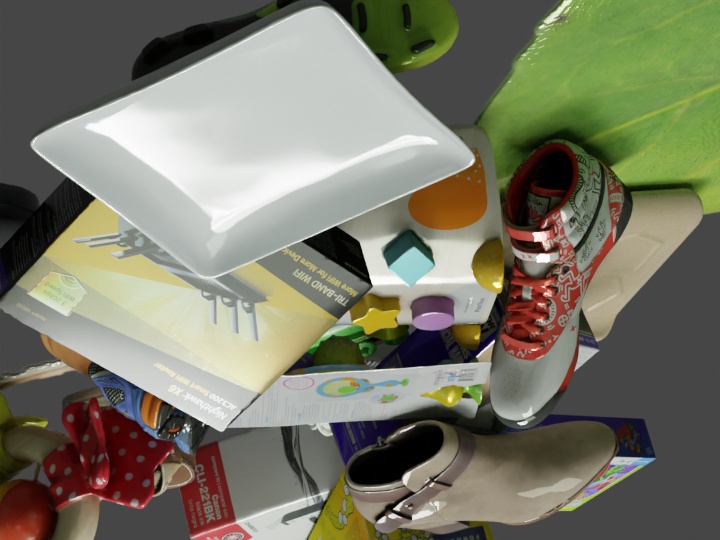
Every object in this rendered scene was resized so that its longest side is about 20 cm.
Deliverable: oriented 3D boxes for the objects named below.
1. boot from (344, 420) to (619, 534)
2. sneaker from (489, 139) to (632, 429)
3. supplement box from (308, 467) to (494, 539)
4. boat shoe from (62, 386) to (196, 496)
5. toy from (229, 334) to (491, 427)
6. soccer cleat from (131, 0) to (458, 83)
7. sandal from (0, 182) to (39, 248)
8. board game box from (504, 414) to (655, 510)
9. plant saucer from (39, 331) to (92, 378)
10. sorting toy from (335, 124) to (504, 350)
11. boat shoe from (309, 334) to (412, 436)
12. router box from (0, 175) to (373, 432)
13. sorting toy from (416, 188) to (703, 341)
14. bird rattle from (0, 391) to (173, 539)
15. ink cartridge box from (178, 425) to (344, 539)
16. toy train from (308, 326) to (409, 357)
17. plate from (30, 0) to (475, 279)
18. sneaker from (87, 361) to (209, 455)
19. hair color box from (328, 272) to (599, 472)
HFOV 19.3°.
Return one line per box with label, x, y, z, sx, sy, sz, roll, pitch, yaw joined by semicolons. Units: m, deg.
boot;0.089;0.151;1.648;0.199;0.071;0.146;-28;147;14
sneaker;0.124;0.006;1.518;0.067;0.203;0.108;18;170;35
supplement box;0.031;0.241;1.830;0.108;0.110;0.200;-8;154;-18
boat shoe;-0.190;0.157;1.768;0.075;0.072;0.200;-21;155;14
toy;-0.008;0.078;1.574;0.198;0.048;0.115;1;156;-4
soccer cleat;-0.040;-0.129;1.266;0.198;0.065;0.084;-14;166;0
sandal;-0.273;0.001;1.422;0.076;0.043;0.200;5;149;-37
board game box;0.172;0.190;2.081;0.199;0.045;0.134;5;149;-38
plant saucer;-0.141;0.036;1.581;0.198;0.038;0.200;-13;156;-6
sorting toy;0.000;0.000;1.503;0.178;0.108;0.200;-9;155;-11
boat shoe;-0.019;0.105;1.758;0.198;0.070;0.071;-12;157;-6
router box;-0.116;0.002;1.383;0.199;0.052;0.157;31;116;-32
sorting toy;0.153;-0.003;1.679;0.184;0.037;0.200;-4;149;-23
bird rattle;-0.245;0.170;1.632;0.199;0.164;0.113;12;178;24
ink cartridge box;-0.049;0.191;1.908;0.199;0.084;0.144;-20;155;8
toy train;-0.052;0.060;1.684;0.199;0.042;0.056;-21;144;13
plate;-0.060;-0.079;1.237;0.198;0.033;0.200;-22;147;20
sneaker;-0.146;0.083;1.563;0.076;0.078;0.200;-59;169;-7
hair color box;0.079;0.088;1.675;0.109;0.065;0.200;14;131;-41
